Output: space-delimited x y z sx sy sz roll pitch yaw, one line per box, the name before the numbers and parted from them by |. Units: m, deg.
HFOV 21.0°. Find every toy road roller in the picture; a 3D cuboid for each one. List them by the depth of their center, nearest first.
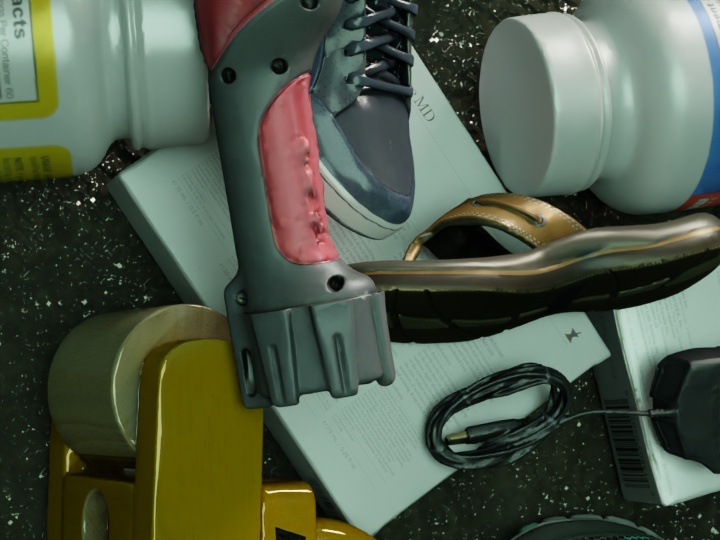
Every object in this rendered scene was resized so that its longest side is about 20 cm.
toy road roller | -0.055 0.117 0.848 0.145 0.123 0.201 1 87 -30

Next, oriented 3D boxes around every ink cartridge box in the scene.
ink cartridge box | 0.215 0.038 0.958 0.199 0.050 0.110 -14 90 -16

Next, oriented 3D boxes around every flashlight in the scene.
flashlight | -0.025 -0.050 0.768 0.068 0.068 0.201 -12 93 -32

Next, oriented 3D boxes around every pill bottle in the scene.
pill bottle | -0.166 -0.093 0.817 0.199 0.114 0.115 -4 88 -7
pill bottle | 0.162 -0.085 0.912 0.199 0.112 0.113 -8 89 -19

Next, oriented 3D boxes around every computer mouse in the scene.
computer mouse | 0.126 0.064 0.894 0.199 0.034 0.059 -2 104 -10

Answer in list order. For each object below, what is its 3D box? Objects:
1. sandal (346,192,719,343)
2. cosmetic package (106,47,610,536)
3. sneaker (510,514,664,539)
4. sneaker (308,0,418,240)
sandal | 0.071 -0.009 0.859 0.199 0.082 0.055 -11 73 -16
cosmetic package | 0.000 0.000 0.901 0.150 0.052 0.201 -34 95 -13
sneaker | 0.158 0.163 0.913 0.199 0.091 0.078 13 82 -14
sneaker | 0.015 -0.128 0.815 0.077 0.146 0.203 2 65 -55
